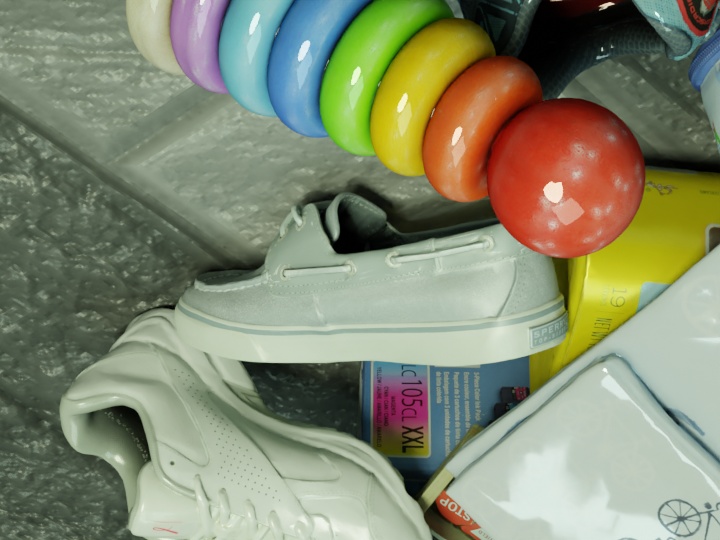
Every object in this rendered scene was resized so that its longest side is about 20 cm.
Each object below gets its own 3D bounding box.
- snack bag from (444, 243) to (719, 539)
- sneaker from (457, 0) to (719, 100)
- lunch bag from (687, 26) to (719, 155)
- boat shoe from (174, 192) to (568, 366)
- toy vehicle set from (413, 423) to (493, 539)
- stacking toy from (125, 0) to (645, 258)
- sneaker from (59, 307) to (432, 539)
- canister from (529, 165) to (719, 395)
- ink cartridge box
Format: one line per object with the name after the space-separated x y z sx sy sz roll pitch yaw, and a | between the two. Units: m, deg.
0.162 0.097 0.862 0.189 0.021 0.200 46 119 -4 | snack bag
0.125 -0.116 0.738 0.199 0.096 0.079 -25 135 29 | sneaker
0.229 -0.086 0.770 0.160 0.076 0.200 4 151 -46 | lunch bag
0.000 0.000 0.908 0.200 0.070 0.072 0 102 35 | boat shoe
0.103 0.168 0.961 0.200 0.027 0.124 35 135 3 | toy vehicle set
0.012 -0.066 0.729 0.200 0.085 0.086 34 150 26 | stacking toy
-0.058 0.106 0.945 0.199 0.099 0.078 33 131 19 | sneaker
0.183 0.022 0.919 0.199 0.087 0.149 5 142 -3 | canister
0.096 0.109 1.038 0.199 0.077 0.137 0 141 -2 | ink cartridge box
